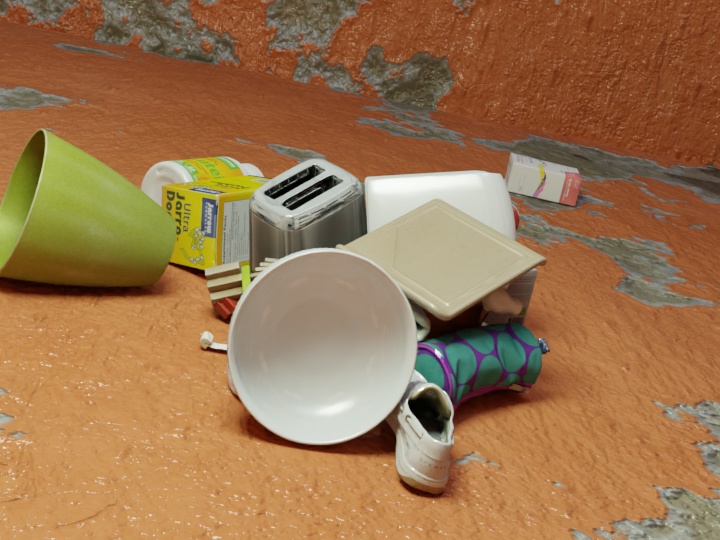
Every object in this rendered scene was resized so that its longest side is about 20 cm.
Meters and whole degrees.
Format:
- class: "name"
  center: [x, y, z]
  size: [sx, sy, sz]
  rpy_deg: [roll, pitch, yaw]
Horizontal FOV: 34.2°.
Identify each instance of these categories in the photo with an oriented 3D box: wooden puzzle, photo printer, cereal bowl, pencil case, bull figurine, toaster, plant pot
- class: "wooden puzzle"
  center: [0.097, -0.013, 1.413]
  size: [0.198, 0.038, 0.184]
  rpy_deg: [-24, 42, -37]
- class: "photo printer"
  center: [0.107, -0.046, 1.554]
  size: [0.197, 0.169, 0.069]
  rpy_deg: [-2, -6, 3]
- class: "cereal bowl"
  center: [-0.042, 0.075, 1.223]
  size: [0.197, 0.203, 0.083]
  rpy_deg: [10, 4, -8]
- class: "pencil case"
  center: [0.136, 0.116, 1.393]
  size: [0.198, 0.085, 0.093]
  rpy_deg: [-8, 61, -47]
- class: "bull figurine"
  center: [0.115, 0.053, 1.485]
  size: [0.197, 0.066, 0.121]
  rpy_deg: [-12, -18, 21]
- class: "toaster"
  center: [-0.075, -0.058, 1.564]
  size: [0.199, 0.131, 0.113]
  rpy_deg: [-31, 47, -33]
- class: "plant pot"
  center: [-0.342, -0.054, 1.486]
  size: [0.198, 0.189, 0.187]
  rpy_deg: [20, 12, -28]

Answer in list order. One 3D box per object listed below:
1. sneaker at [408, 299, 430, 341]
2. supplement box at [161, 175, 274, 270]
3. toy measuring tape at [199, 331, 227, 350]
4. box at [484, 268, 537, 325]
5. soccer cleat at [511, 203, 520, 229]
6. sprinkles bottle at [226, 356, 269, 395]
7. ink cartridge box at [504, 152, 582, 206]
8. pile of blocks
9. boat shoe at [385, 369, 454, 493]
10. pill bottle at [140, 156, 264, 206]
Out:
- class: "sneaker"
  center: [-0.004, 0.033, 1.344]
  size: [0.198, 0.071, 0.080]
  rpy_deg: [16, 5, -24]
- class: "supplement box"
  center: [-0.184, -0.071, 1.696]
  size: [0.108, 0.111, 0.199]
  rpy_deg: [11, 14, 32]
- class: "toy measuring tape"
  center: [-0.088, 0.076, 1.387]
  size: [0.197, 0.075, 0.074]
  rpy_deg: [12, 17, -4]
- class: "box"
  center: [0.143, 0.011, 1.699]
  size: [0.111, 0.103, 0.199]
  rpy_deg: [0, 21, -36]
- class: "soccer cleat"
  center: [0.124, -0.062, 1.637]
  size: [0.197, 0.070, 0.085]
  rpy_deg: [-9, 9, 4]
- class: "sprinkles bottle"
  center: [-0.049, 0.108, 1.317]
  size: [0.197, 0.069, 0.068]
  rpy_deg: [4, 19, -26]
- class: "ink cartridge box"
  center: [0.388, -0.209, 2.622]
  size: [0.197, 0.069, 0.117]
  rpy_deg: [13, 17, 0]
- class: "pile of blocks"
  center: [-0.100, 0.036, 1.490]
  size: [0.197, 0.083, 0.063]
  rpy_deg: [4, 48, -16]
- class: "boat shoe"
  center: [0.068, 0.149, 1.230]
  size: [0.070, 0.070, 0.201]
  rpy_deg: [16, 23, -16]
- class: "pill bottle"
  center: [-0.237, -0.120, 1.827]
  size: [0.110, 0.113, 0.199]
  rpy_deg: [22, 20, 29]
